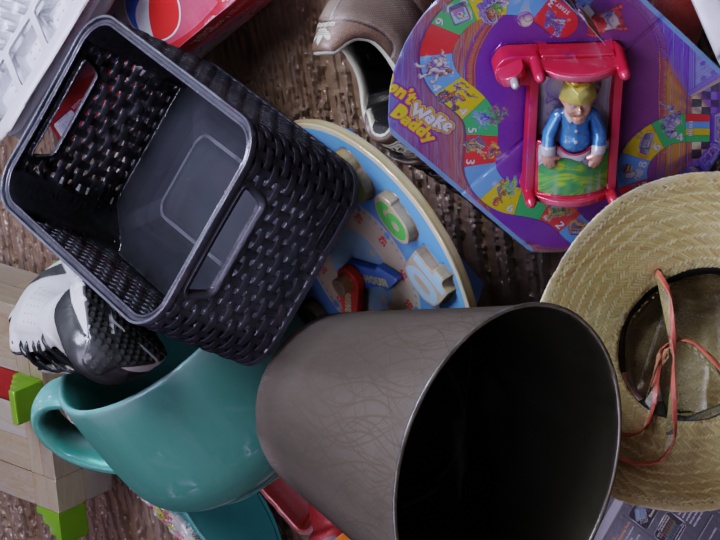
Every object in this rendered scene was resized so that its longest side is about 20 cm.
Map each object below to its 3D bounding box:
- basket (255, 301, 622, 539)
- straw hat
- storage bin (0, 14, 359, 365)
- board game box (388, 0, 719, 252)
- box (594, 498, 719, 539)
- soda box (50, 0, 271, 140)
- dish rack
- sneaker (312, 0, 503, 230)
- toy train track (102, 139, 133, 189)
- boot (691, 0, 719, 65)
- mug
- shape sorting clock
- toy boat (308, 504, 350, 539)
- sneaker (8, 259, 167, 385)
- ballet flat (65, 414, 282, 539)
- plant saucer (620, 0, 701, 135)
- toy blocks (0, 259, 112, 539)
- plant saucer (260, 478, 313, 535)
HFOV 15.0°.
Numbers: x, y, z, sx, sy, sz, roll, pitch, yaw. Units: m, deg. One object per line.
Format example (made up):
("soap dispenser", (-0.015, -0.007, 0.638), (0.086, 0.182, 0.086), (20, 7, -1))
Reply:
("basket", (0.033, 0.094, 1.540), (0.200, 0.136, 0.181), (13, 86, 61))
("straw hat", (0.194, 0.043, 1.588), (0.201, 0.085, 0.201), (0, 86, 5))
("storage bin", (-0.110, -0.049, 1.625), (0.200, 0.094, 0.135), (38, 101, 46))
("board game box", (0.115, -0.084, 1.541), (0.158, 0.039, 0.200), (-41, 116, 19))
("box", (0.184, 0.182, 1.687), (0.158, 0.048, 0.200), (37, 126, 18))
("soda box", (-0.128, -0.159, 1.741), (0.200, 0.070, 0.063), (-34, 85, 40))
("dish rack", (-0.213, -0.189, 1.747), (0.172, 0.044, 0.200), (-56, 43, 25))
("sneaker", (0.037, -0.085, 1.603), (0.070, 0.076, 0.200), (-3, 130, 53))
("toy train track", (-0.133, 0.012, 1.796), (0.115, 0.033, 0.200), (-8, 106, 36))
("boot", (0.255, -0.113, 1.500), (0.096, 0.074, 0.200), (-28, 101, 16))
("mug", (-0.105, 0.077, 1.733), (0.114, 0.152, 0.185), (52, 157, -22))
("shape sorting clock", (0.000, 0.000, 1.667), (0.200, 0.039, 0.200), (34, 145, 29))
("toy boat", (0.030, 0.168, 1.679), (0.200, 0.131, 0.131), (-26, 90, 45))
("sneaker", (-0.172, 0.040, 1.675), (0.080, 0.200, 0.074), (-42, 104, 2))
("ballet flat", (-0.128, 0.135, 1.862), (0.200, 0.076, 0.064), (52, 149, -11))
("plant saucer", (0.106, -0.181, 1.586), (0.200, 0.037, 0.200), (29, 124, 22))
("toy blocks", (-0.244, 0.077, 1.919), (0.137, 0.100, 0.200), (14, 117, 42))
("plant saucer", (-0.043, 0.043, 1.792), (0.200, 0.037, 0.200), (48, 127, 8))
